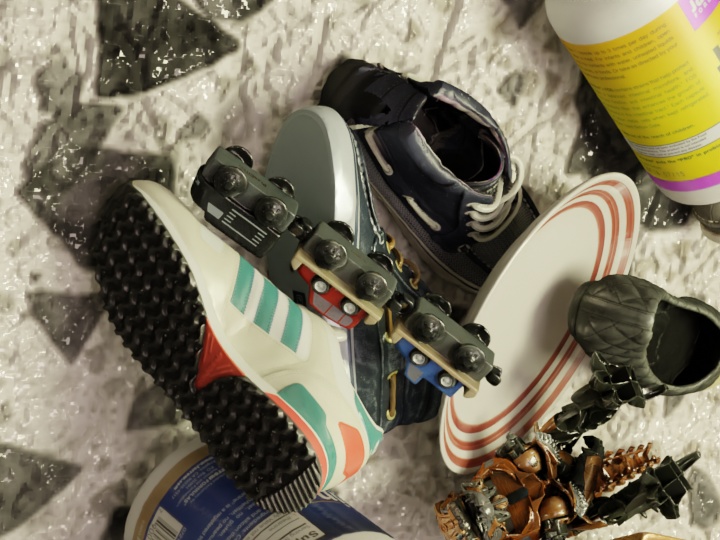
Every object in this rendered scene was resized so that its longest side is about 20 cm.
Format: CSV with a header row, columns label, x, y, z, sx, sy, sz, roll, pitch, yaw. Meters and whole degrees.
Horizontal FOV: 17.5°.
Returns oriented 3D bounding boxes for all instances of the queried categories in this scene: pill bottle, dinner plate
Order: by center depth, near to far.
label,x,y,z,sx,sy,sz,roll,pitch,yaw
pill bottle,-0.032,0.174,1.243,0.111,0.200,0.112,-18,122,-31
dinner plate,0.100,0.028,1.373,0.200,0.024,0.201,-42,149,-32
pill bottle,0.177,-0.142,1.384,0.104,0.104,0.200,-47,121,-16

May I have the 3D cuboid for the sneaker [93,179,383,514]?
label,x,y,z,sx,sy,sz,roll,pitch,yaw
sneaker,-0.062,0.035,1.253,0.093,0.070,0.200,-18,67,-52

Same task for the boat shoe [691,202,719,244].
label,x,y,z,sx,sy,sz,roll,pitch,yaw
boat shoe,0.288,-0.093,1.488,0.200,0.067,0.057,-39,134,-18

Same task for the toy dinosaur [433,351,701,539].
label,x,y,z,sx,sy,sz,roll,pitch,yaw
toy dinosaur,0.123,0.120,1.408,0.102,0.136,0.200,52,33,-4

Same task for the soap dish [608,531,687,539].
label,x,y,z,sx,sy,sz,roll,pitch,yaw
soap dish,0.184,0.254,1.343,0.157,0.081,0.201,14,91,-33

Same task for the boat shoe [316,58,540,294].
label,x,y,z,sx,sy,sz,roll,pitch,yaw
boat shoe,0.064,-0.042,1.336,0.200,0.093,0.075,39,77,-34

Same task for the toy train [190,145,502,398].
label,x,y,z,sx,sy,sz,roll,pitch,yaw
toy train,-0.008,0.007,1.250,0.200,0.034,0.046,36,118,-11

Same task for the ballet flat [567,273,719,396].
label,x,y,z,sx,sy,sz,roll,pitch,yaw
ballet flat,0.191,0.047,1.438,0.200,0.057,0.067,17,93,-56

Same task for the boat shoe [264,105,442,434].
label,x,y,z,sx,sy,sz,roll,pitch,yaw
boat shoe,0.000,0.000,1.323,0.091,0.071,0.202,-13,112,-35
